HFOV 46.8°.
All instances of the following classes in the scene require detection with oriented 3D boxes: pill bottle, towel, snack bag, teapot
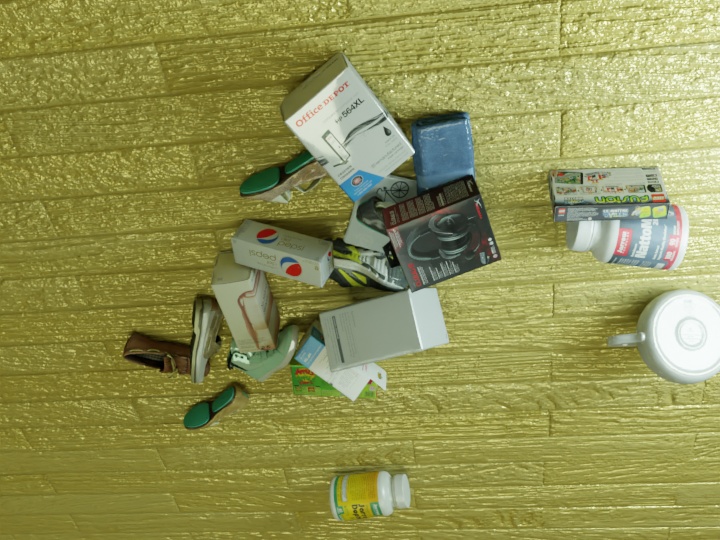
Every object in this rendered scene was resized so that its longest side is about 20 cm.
[{"bbox_3d":[0.026,0.581,2.158,0.196,0.114,0.114,-10,130,14],"label":"pill bottle"},{"bbox_3d":[0.151,-0.184,1.497,0.109,0.049,0.203,-8,126,3],"label":"towel"},{"bbox_3d":[0.074,-0.102,1.613,0.196,0.022,0.191,13,131,-6],"label":"snack bag"},{"bbox_3d":[0.486,-0.071,1.531,0.195,0.121,0.121,6,132,0],"label":"pill bottle"},{"bbox_3d":[0.635,0.139,1.685,0.200,0.198,0.146,43,169,5],"label":"teapot"}]

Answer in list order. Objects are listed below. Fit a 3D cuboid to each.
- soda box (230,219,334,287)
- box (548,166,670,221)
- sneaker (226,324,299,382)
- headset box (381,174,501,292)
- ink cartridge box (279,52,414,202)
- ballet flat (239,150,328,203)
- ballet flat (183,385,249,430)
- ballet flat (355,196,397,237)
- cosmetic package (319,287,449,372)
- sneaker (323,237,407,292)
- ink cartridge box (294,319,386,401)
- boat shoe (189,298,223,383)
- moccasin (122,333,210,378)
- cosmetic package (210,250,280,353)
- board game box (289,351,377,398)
[{"bbox_3d":[-0.151,-0.035,1.627,0.196,0.064,0.069,16,135,19],"label":"soda box"},{"bbox_3d":[0.439,-0.137,1.485,0.195,0.111,0.035,-1,133,7],"label":"box"},{"bbox_3d":[-0.222,0.173,1.845,0.117,0.075,0.200,25,132,-24],"label":"sneaker"},{"bbox_3d":[0.137,-0.062,1.502,0.196,0.078,0.151,-20,124,6],"label":"headset box"},{"bbox_3d":[-0.024,-0.244,1.433,0.145,0.085,0.200,-37,121,12],"label":"ink cartridge box"},{"bbox_3d":[-0.134,-0.164,1.550,0.197,0.069,0.068,-21,129,23],"label":"ballet flat"},{"bbox_3d":[-0.348,0.345,2.023,0.198,0.070,0.063,-31,136,30],"label":"ballet flat"},{"bbox_3d":[0.086,-0.080,1.573,0.198,0.074,0.073,29,129,-16],"label":"ballet flat"},{"bbox_3d":[0.051,0.116,1.671,0.196,0.199,0.126,-14,84,20],"label":"cosmetic package"},{"bbox_3d":[0.000,0.000,1.686,0.197,0.075,0.085,23,137,-3],"label":"sneaker"},{"bbox_3d":[-0.041,0.204,1.792,0.199,0.116,0.068,36,103,-6],"label":"ink cartridge box"},{"bbox_3d":[-0.338,0.159,1.827,0.067,0.075,0.204,2,116,-18],"label":"boat shoe"},{"bbox_3d":[-0.440,0.205,1.896,0.198,0.079,0.074,22,128,-15],"label":"moccasin"},{"bbox_3d":[-0.236,0.065,1.738,0.085,0.105,0.202,-7,132,10],"label":"cosmetic package"},{"bbox_3d":[-0.059,0.238,1.908,0.195,0.048,0.103,2,131,4],"label":"board game box"}]
